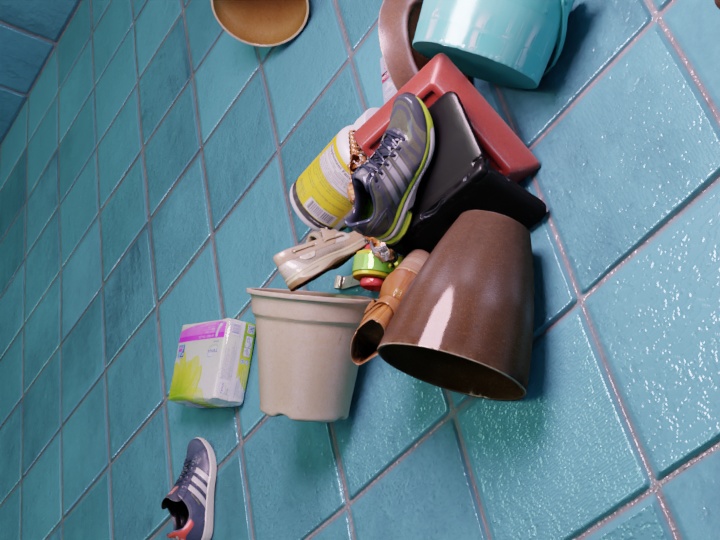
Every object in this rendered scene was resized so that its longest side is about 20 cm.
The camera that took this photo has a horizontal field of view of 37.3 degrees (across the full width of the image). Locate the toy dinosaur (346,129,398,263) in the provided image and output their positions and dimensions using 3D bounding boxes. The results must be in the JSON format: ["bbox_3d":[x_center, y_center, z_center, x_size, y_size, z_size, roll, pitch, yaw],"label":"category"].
[{"bbox_3d":[0.025,-0.106,1.529,0.102,0.136,0.200,0,82,21],"label":"toy dinosaur"}]

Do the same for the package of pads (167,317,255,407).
[{"bbox_3d":[-0.274,0.173,1.944,0.200,0.068,0.155,-12,65,54],"label":"package of pads"}]

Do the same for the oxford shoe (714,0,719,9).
[{"bbox_3d":[0.414,-0.234,1.108,0.084,0.073,0.200,-53,37,30],"label":"oxford shoe"}]

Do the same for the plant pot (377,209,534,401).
[{"bbox_3d":[0.138,0.034,1.315,0.187,0.187,0.200,-8,59,55],"label":"plant pot"}]

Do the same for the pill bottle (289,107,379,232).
[{"bbox_3d":[-0.013,-0.155,1.668,0.200,0.114,0.114,-43,43,37],"label":"pill bottle"}]

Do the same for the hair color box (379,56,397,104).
[{"bbox_3d":[0.091,-0.233,1.563,0.061,0.099,0.200,-36,48,42],"label":"hair color box"}]

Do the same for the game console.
[{"bbox_3d":[0.121,-0.106,1.414,0.200,0.176,0.116,-39,31,42],"label":"game console"}]

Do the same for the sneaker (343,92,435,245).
[{"bbox_3d":[0.036,-0.131,1.370,0.074,0.081,0.200,24,106,47],"label":"sneaker"}]

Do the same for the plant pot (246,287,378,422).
[{"bbox_3d":[-0.077,0.125,1.584,0.200,0.200,0.184,6,90,57],"label":"plant pot"}]

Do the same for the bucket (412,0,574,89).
[{"bbox_3d":[0.173,-0.330,1.401,0.207,0.207,0.135,24,95,57],"label":"bucket"}]

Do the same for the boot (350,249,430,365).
[{"bbox_3d":[0.031,0.079,1.428,0.155,0.074,0.200,-54,-18,-43],"label":"boot"}]

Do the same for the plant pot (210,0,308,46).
[{"bbox_3d":[-0.186,-0.574,2.087,0.186,0.186,0.200,-43,30,38],"label":"plant pot"}]

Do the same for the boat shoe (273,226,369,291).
[{"bbox_3d":[-0.050,-0.035,1.605,0.065,0.200,0.072,55,137,4],"label":"boat shoe"}]

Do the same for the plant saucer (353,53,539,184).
[{"bbox_3d":[0.105,-0.156,1.437,0.200,0.200,0.037,-38,6,42],"label":"plant saucer"}]

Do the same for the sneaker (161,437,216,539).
[{"bbox_3d":[-0.306,0.384,1.879,0.075,0.084,0.200,-40,44,40],"label":"sneaker"}]

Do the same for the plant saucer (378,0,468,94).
[{"bbox_3d":[0.098,-0.305,1.506,0.034,0.200,0.200,-17,61,36],"label":"plant saucer"}]

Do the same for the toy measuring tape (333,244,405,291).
[{"bbox_3d":[0.000,0.000,1.617,0.200,0.074,0.074,-12,65,53],"label":"toy measuring tape"}]
